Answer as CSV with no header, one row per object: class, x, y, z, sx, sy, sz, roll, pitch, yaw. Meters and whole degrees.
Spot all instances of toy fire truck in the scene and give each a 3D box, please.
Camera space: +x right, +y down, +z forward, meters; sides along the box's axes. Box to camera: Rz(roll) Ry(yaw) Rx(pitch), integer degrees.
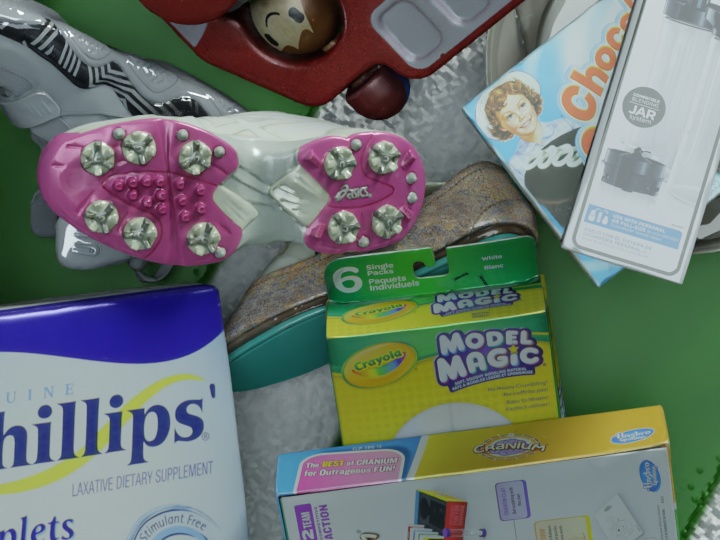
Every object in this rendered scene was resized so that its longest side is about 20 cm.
toy fire truck,-0.014,-0.162,1.401,0.168,0.112,0.200,46,125,-8

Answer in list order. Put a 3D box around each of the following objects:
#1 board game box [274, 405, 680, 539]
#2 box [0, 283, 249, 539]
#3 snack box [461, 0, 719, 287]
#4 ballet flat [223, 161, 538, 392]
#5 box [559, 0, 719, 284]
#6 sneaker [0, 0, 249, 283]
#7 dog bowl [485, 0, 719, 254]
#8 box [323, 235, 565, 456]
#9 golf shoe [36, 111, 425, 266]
board game box,0.066,0.155,1.409,0.199,0.040,0.154,-7,117,3
box,-0.163,0.116,1.405,0.183,0.105,0.201,-8,91,-29
snack box,0.164,-0.097,1.394,0.200,0.037,0.116,-38,88,4
ballet flat,0.000,0.000,1.451,0.199,0.068,0.067,-23,59,12
box,0.152,-0.098,1.318,0.060,0.117,0.201,16,91,3
sneaker,-0.159,-0.070,1.428,0.199,0.075,0.115,24,97,-26
dog bowl,0.164,-0.108,1.441,0.199,0.059,0.201,0,91,3
box,0.048,0.081,1.420,0.117,0.048,0.201,-7,114,4
golf shoe,-0.071,-0.046,1.394,0.199,0.092,0.076,3,104,-21
